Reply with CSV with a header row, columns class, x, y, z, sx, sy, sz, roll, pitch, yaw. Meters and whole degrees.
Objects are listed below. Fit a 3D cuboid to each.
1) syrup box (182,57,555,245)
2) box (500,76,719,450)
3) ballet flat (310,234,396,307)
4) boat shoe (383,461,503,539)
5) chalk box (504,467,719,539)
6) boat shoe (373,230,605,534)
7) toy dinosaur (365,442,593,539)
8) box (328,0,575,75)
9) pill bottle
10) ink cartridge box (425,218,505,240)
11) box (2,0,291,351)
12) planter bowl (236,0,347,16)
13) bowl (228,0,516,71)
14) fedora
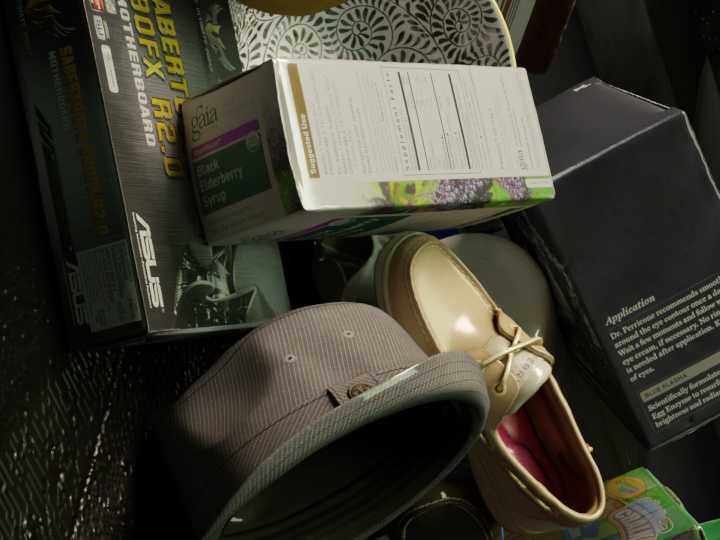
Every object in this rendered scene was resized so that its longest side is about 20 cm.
class,x,y,z,sx,sy,sz,roll,pitch,yaw
syrup box,0.008,-0.063,0.776,0.199,0.078,0.082,-7,82,-45
box,0.181,-0.013,1.006,0.201,0.117,0.197,63,-1,-15
ballet flat,0.000,0.000,0.926,0.200,0.069,0.070,-120,-170,-75
boat shoe,0.067,0.187,0.887,0.200,0.072,0.073,61,8,-51
chalk box,0.196,0.234,1.057,0.124,0.199,0.125,-123,-167,-75
boat shoe,0.080,0.062,0.811,0.074,0.069,0.201,-44,112,-34
toy dinosaur,0.044,0.101,0.889,0.199,0.136,0.103,29,54,-3
box,0.067,-0.268,1.005,0.201,0.165,0.165,-95,-162,-51
pill bottle,0.093,0.067,1.039,0.200,0.113,0.115,62,23,-59
ink cartridge box,0.048,-0.084,1.090,0.136,0.076,0.202,-16,90,-67
box,-0.108,-0.062,0.754,0.158,0.048,0.202,0,77,-66
planter bowl,-0.047,-0.203,0.800,0.199,0.084,0.201,25,37,-21
bowl,-0.010,-0.116,0.910,0.199,0.094,0.203,4,79,-20
fedora,-0.032,0.084,0.739,0.090,0.199,0.177,52,-21,25
